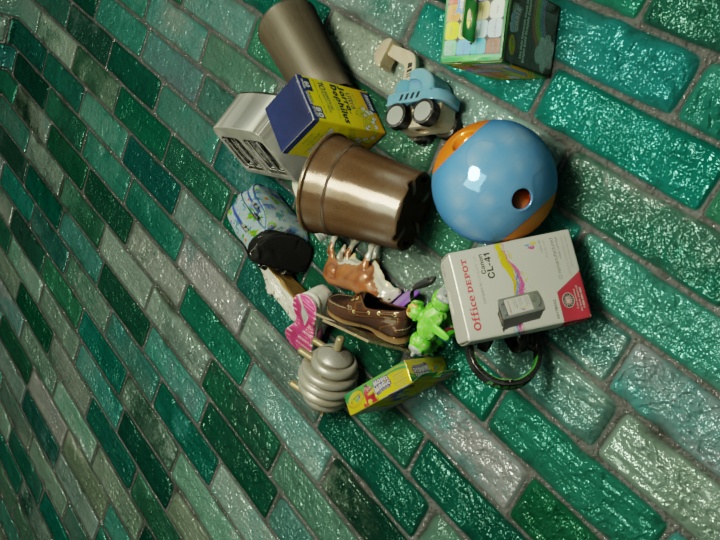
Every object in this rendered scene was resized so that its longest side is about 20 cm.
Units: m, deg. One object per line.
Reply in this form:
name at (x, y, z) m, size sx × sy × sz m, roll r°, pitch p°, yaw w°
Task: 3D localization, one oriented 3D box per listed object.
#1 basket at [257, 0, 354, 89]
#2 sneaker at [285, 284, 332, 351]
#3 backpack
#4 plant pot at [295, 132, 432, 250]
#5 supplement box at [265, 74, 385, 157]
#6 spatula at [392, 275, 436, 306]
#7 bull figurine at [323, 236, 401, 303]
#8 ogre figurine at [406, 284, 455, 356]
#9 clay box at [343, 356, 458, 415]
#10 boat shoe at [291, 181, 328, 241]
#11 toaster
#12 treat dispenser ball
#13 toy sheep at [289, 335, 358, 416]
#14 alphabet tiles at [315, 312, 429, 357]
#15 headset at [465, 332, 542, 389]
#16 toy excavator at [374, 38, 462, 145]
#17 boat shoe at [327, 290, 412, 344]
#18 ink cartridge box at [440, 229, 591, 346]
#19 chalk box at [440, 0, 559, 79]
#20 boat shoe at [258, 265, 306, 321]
basket at (-0.107, -0.433, 1.537) m, size 0.136 × 0.180 × 0.200 m, roll -29°, pitch 76°, yaw 4°
sneaker at (-0.098, 0.109, 1.577) m, size 0.081 × 0.088 × 0.200 m, roll 40°, pitch 139°, yaw 18°
backpack at (-0.210, -0.098, 1.640) m, size 0.200 × 0.163 × 0.154 m, roll 35°, pitch 105°, yaw 45°
plant pot at (0.016, -0.137, 1.379) m, size 0.198 × 0.200 × 0.201 m, roll 20°, pitch 104°, yaw 25°
supplement box at (-0.068, -0.295, 1.459) m, size 0.109 × 0.200 × 0.109 m, roll -38°, pitch 66°, yaw 37°
spatula at (0.098, 0.038, 1.345) m, size 0.021 × 0.056 × 0.200 m, roll 49°, pitch 160°, yaw 3°
bull figurine at (0.000, 0.000, 1.490) m, size 0.200 × 0.065 × 0.122 m, roll 15°, pitch 96°, yaw 40°
ogre figurine at (0.143, 0.078, 1.310) m, size 0.098 × 0.120 × 0.200 m, roll 50°, pitch 120°, yaw 8°
clay box at (0.077, 0.211, 1.381) m, size 0.200 × 0.115 × 0.048 m, roll -37°, pitch 65°, yaw 36°
boat shoe at (-0.090, -0.141, 1.574) m, size 0.071 × 0.070 × 0.201 m, roll -28°, pitch 45°, yaw 1°
toaster at (-0.193, -0.288, 1.572) m, size 0.181 × 0.200 × 0.119 m, roll 16°, pitch 64°, yaw 43°
treat dispenser ball at (0.215, -0.141, 1.190) m, size 0.201 × 0.201 × 0.202 m, roll 0°, pitch 90°, yaw 44°
toy sheep at (-0.068, 0.213, 1.509) m, size 0.138 × 0.138 × 0.200 m, roll 44°, pitch 135°, yaw 35°
alphabet tiles at (0.008, 0.119, 1.403) m, size 0.200 × 0.167 × 0.008 m, roll 20°, pitch 91°, yaw 48°
headset at (0.238, 0.094, 1.221) m, size 0.094 × 0.123 × 0.200 m, roll 100°, pitch 173°, yaw -57°
toy excavator at (0.102, -0.345, 1.384) m, size 0.194 × 0.100 × 0.201 m, roll 2°, pitch 78°, yaw 42°
boat shoe at (0.016, 0.072, 1.390) m, size 0.200 × 0.070 × 0.071 m, roll 17°, pitch 123°, yaw 37°
ink cartridge box at (0.242, 0.029, 1.167) m, size 0.086 × 0.199 × 0.148 m, roll 109°, pitch 149°, yaw -79°
chalk box at (0.212, -0.387, 1.192) m, size 0.124 × 0.200 × 0.125 m, roll 13°, pitch 99°, yaw 43°
boat shoe at (-0.186, 0.032, 1.661) m, size 0.200 × 0.071 × 0.069 m, roll 53°, pitch 123°, yaw 28°
